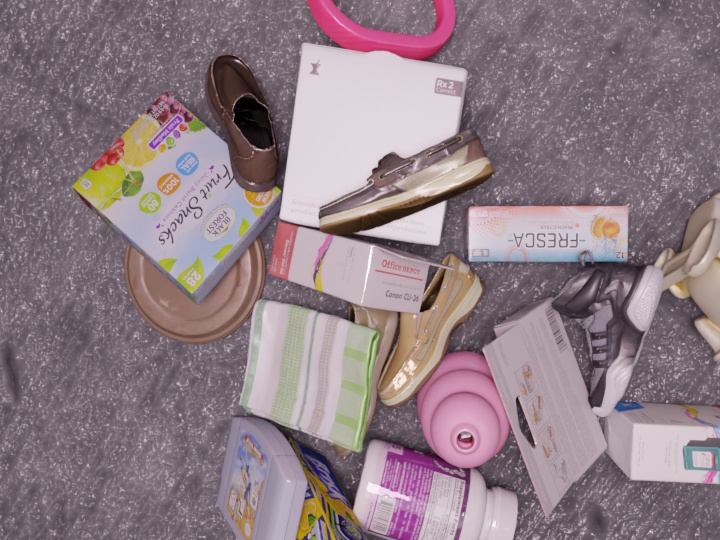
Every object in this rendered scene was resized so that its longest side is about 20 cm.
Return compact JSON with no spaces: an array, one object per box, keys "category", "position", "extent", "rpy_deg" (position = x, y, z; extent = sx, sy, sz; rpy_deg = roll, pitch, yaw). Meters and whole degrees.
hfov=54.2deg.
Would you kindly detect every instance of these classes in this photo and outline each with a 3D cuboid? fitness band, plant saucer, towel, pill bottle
[{"category":"fitness band","position":[0.028,-0.325,0.844],"extent":[0.195,0.037,0.148],"rpy_deg":[-4,73,-28]},{"category":"plant saucer","position":[-0.222,-0.004,0.928],"extent":[0.193,0.029,0.207],"rpy_deg":[0,93,5]},{"category":"towel","position":[-0.069,0.125,0.873],"extent":[0.196,0.030,0.154],"rpy_deg":[11,95,37]},{"category":"pill bottle","position":[0.091,0.291,0.879],"extent":[0.194,0.112,0.116],"rpy_deg":[16,94,3]}]

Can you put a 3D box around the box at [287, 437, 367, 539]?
[{"category":"box","position":[-0.055,0.293,0.845],"extent":[0.064,0.200,0.071],"rpy_deg":[32,97,-29]}]

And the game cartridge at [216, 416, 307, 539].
[{"category":"game cartridge","position":[-0.125,0.260,0.858],"extent":[0.040,0.199,0.138],"rpy_deg":[6,97,-29]}]

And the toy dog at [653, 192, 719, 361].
[{"category":"toy dog","position":[0.465,0.023,0.841],"extent":[0.198,0.140,0.195],"rpy_deg":[36,59,3]}]

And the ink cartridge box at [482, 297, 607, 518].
[{"category":"ink cartridge box","position":[0.211,0.157,0.841],"extent":[0.044,0.174,0.205],"rpy_deg":[-19,92,46]}]

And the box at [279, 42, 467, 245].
[{"category":"box","position":[0.016,-0.146,0.851],"extent":[0.192,0.131,0.207],"rpy_deg":[9,94,4]}]

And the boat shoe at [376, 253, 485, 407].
[{"category":"boat shoe","position":[0.072,0.068,0.866],"extent":[0.076,0.071,0.202],"rpy_deg":[43,69,-20]}]

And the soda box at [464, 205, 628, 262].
[{"category":"soda box","position":[0.228,-0.045,0.875],"extent":[0.193,0.064,0.071],"rpy_deg":[1,93,5]}]

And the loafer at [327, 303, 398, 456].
[{"category":"loafer","position":[-0.010,0.130,0.894],"extent":[0.066,0.076,0.206],"rpy_deg":[17,84,-13]}]

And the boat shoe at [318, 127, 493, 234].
[{"category":"boat shoe","position":[0.043,-0.094,0.757],"extent":[0.194,0.073,0.067],"rpy_deg":[-19,81,2]}]

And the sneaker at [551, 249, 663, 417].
[{"category":"sneaker","position":[0.283,0.073,0.849],"extent":[0.112,0.075,0.205],"rpy_deg":[22,121,25]}]

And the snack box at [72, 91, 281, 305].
[{"category":"snack box","position":[-0.221,-0.091,0.872],"extent":[0.199,0.068,0.170],"rpy_deg":[39,74,4]}]

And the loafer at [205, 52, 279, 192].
[{"category":"loafer","position":[-0.136,-0.195,0.857],"extent":[0.071,0.071,0.204],"rpy_deg":[-9,62,-29]}]

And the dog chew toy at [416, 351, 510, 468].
[{"category":"dog chew toy","position":[0.122,0.168,0.823],"extent":[0.120,0.200,0.129],"rpy_deg":[1,94,9]}]

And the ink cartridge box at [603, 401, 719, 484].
[{"category":"ink cartridge box","position":[0.408,0.207,0.850],"extent":[0.193,0.116,0.070],"rpy_deg":[2,93,3]}]

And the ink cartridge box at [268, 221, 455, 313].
[{"category":"ink cartridge box","position":[0.000,0.000,0.821],"extent":[0.197,0.115,0.070],"rpy_deg":[16,94,41]}]
